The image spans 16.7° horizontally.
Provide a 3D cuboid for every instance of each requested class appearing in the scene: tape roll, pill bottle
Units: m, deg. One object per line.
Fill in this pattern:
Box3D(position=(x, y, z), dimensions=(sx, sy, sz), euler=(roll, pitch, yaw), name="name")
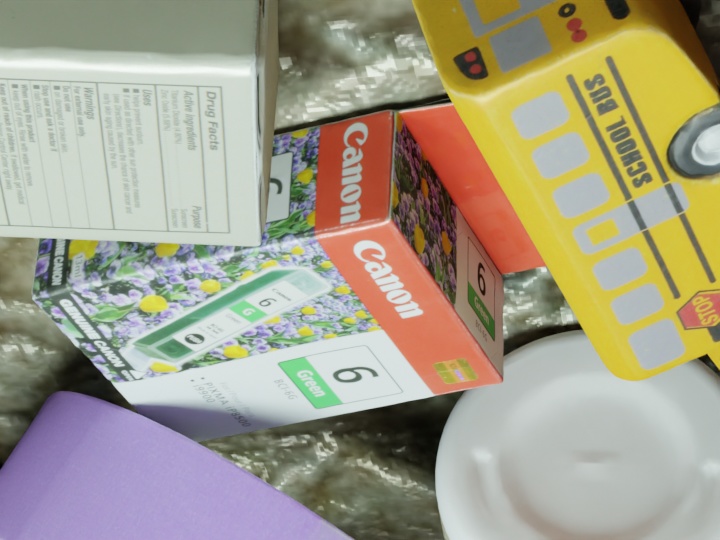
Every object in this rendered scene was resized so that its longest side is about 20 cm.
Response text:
Box3D(position=(-0.053, 0.128, 0.940), dimensions=(0.200, 0.066, 0.200), euler=(30, 163, 10), name="tape roll")
Box3D(position=(0.096, 0.124, 0.961), dimensions=(0.119, 0.120, 0.200), euler=(-2, 145, 6), name="pill bottle")

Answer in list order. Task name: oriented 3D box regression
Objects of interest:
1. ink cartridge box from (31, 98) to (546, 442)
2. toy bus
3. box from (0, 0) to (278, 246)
Box3D(position=(0.000, 0.000, 0.847), dimensions=(0.200, 0.050, 0.109), euler=(-11, 143, 20), name="ink cartridge box")
Box3D(position=(0.090, -0.029, 0.770), dimensions=(0.078, 0.065, 0.200), euler=(-26, 140, 7), name="toy bus")
Box3D(position=(-0.125, -0.066, 0.735), dimensions=(0.200, 0.078, 0.095), euler=(3, 146, -1), name="box")
